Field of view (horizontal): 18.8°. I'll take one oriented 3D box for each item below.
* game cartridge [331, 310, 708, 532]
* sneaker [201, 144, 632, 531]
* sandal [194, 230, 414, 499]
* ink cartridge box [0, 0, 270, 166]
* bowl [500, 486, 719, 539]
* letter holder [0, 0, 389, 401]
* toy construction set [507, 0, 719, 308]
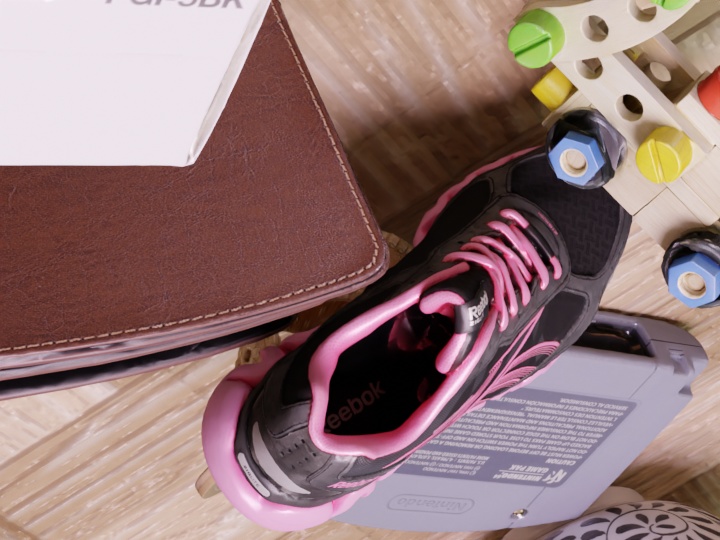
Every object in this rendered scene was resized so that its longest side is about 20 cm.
[{"bbox_3d":[0.050,0.067,0.989,0.200,0.042,0.133,10,136,-38],"label":"game cartridge"},{"bbox_3d":[0.036,0.016,0.776,0.200,0.079,0.095,-41,180,-25],"label":"sneaker"},{"bbox_3d":[-0.001,0.002,0.860,0.212,0.070,0.078,-36,172,-19],"label":"sandal"},{"bbox_3d":[-0.119,-0.120,0.511,0.146,0.200,0.083,-1,139,-29],"label":"ink cartridge box"},{"bbox_3d":[0.123,0.172,1.107,0.200,0.094,0.201,-19,150,-11],"label":"bowl"},{"bbox_3d":[-0.106,-0.001,0.719,0.199,0.142,0.101,-10,142,-20],"label":"letter holder"},{"bbox_3d":[0.130,-0.057,0.759,0.092,0.200,0.131,-24,165,-47],"label":"toy construction set"}]
